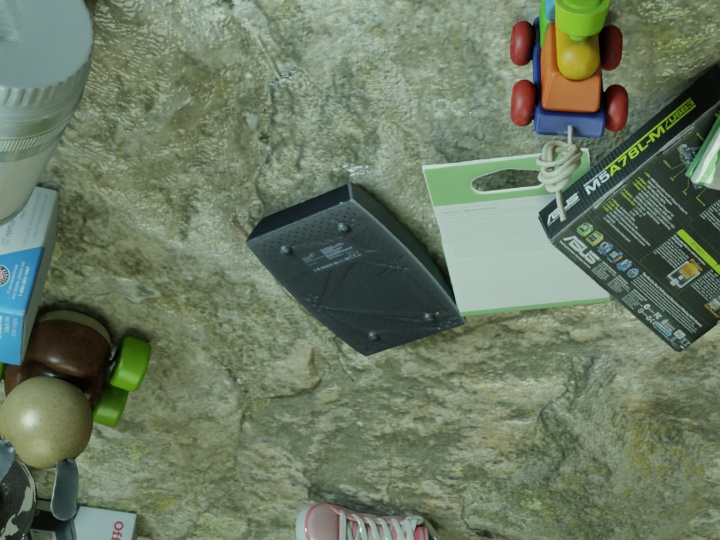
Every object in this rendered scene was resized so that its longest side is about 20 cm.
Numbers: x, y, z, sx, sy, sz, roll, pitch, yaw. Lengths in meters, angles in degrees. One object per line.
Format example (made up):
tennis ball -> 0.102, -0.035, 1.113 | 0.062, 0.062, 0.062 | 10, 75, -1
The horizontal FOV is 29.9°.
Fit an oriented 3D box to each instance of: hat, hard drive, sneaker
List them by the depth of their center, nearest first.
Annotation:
hard drive -> 0.000, 0.000, 1.268 | 0.134, 0.043, 0.200 | -20, 134, 28
hat -> -0.477, 0.285, 1.563 | 0.199, 0.081, 0.202 | -1, 100, -8
sneaker -> 0.020, 0.322, 1.638 | 0.104, 0.076, 0.200 | -24, 141, 37

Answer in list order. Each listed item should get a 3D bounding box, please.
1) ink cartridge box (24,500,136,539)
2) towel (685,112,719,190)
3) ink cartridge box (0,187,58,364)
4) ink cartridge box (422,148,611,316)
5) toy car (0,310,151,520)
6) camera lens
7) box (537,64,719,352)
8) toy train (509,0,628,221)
ink cartridge box -> -0.389, 0.372, 1.692 | 0.198, 0.146, 0.084 | 9, 139, -4
towel -> 0.373, -0.109, 1.059 | 0.199, 0.023, 0.153 | 11, 123, -17
ink cartridge box -> -0.383, -0.014, 1.201 | 0.198, 0.146, 0.084 | 12, 142, -8
ink cartridge box -> 0.142, -0.043, 1.197 | 0.144, 0.048, 0.201 | -6, 136, 12
toy car -> -0.321, 0.155, 1.371 | 0.163, 0.201, 0.158 | 19, 139, -16
camera lens -> -0.305, -0.135, 1.043 | 0.159, 0.161, 0.200 | 22, 138, -20
box -> 0.283, -0.045, 1.136 | 0.193, 0.048, 0.200 | -42, 124, 18
toy train -> 0.151, -0.146, 0.949 | 0.084, 0.201, 0.116 | 3, 137, 3
